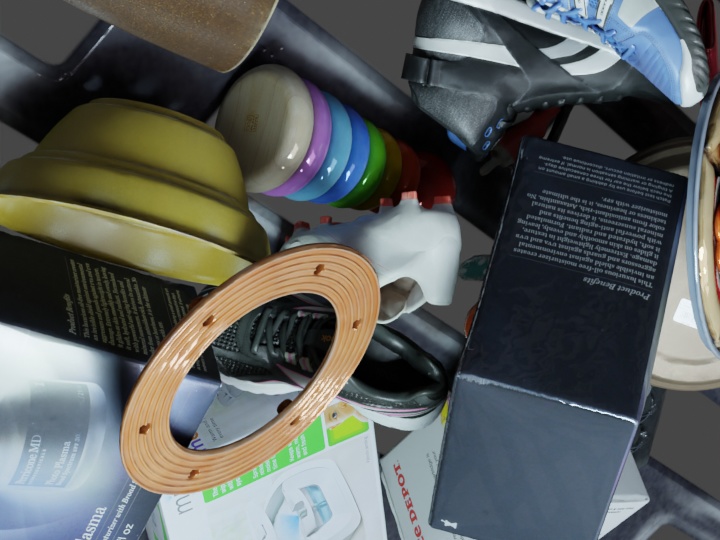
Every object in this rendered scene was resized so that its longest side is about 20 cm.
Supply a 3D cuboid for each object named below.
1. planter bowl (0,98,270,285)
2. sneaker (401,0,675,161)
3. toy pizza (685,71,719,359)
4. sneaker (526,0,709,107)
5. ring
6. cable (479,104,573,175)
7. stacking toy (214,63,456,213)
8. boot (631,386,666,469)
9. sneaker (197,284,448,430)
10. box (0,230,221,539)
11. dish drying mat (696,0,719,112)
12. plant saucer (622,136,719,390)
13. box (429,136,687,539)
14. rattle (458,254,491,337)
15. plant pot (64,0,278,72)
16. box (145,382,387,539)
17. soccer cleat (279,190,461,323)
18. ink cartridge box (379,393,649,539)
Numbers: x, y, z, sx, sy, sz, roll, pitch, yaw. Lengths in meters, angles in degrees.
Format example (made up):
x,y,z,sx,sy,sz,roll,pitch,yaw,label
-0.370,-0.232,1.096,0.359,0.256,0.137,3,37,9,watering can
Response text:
x,y,z,sx,sy,sz,roll,pitch,yaw,label
-0.138,-0.055,1.077,0.199,0.199,0.085,21,77,-41,planter bowl
0.120,-0.121,1.179,0.198,0.073,0.113,18,98,-13,sneaker
0.261,-0.040,1.161,0.200,0.031,0.203,-12,104,-63,toy pizza
0.152,-0.182,1.120,0.077,0.201,0.076,-37,170,-4,sneaker
-0.069,0.060,1.073,0.199,0.019,0.202,-30,147,-23,ring
0.155,-0.138,1.234,0.199,0.050,0.098,-30,115,-3,cable
-0.005,-0.077,1.184,0.199,0.086,0.086,15,117,-47,stacking toy
0.199,0.103,1.466,0.163,0.066,0.202,-6,133,-25,boot
-0.026,0.050,1.192,0.197,0.081,0.086,13,166,-6,sneaker
-0.226,0.095,1.126,0.197,0.124,0.201,17,116,-25,box
0.271,-0.101,1.317,0.018,0.077,0.202,-4,126,14,dish drying mat
0.253,0.000,1.289,0.197,0.030,0.203,1,108,2,plant saucer
0.132,0.059,1.155,0.122,0.200,0.201,15,145,7,box
0.178,-0.008,1.379,0.199,0.143,0.131,-30,104,13,rattle
-0.145,-0.222,0.920,0.198,0.188,0.188,12,120,-21,plant pot
-0.082,0.158,1.312,0.175,0.097,0.202,-22,135,-17,box
0.000,0.000,1.175,0.069,0.199,0.079,5,79,-31,soccer cleat
0.116,0.167,1.362,0.083,0.146,0.200,5,143,-36,ink cartridge box
